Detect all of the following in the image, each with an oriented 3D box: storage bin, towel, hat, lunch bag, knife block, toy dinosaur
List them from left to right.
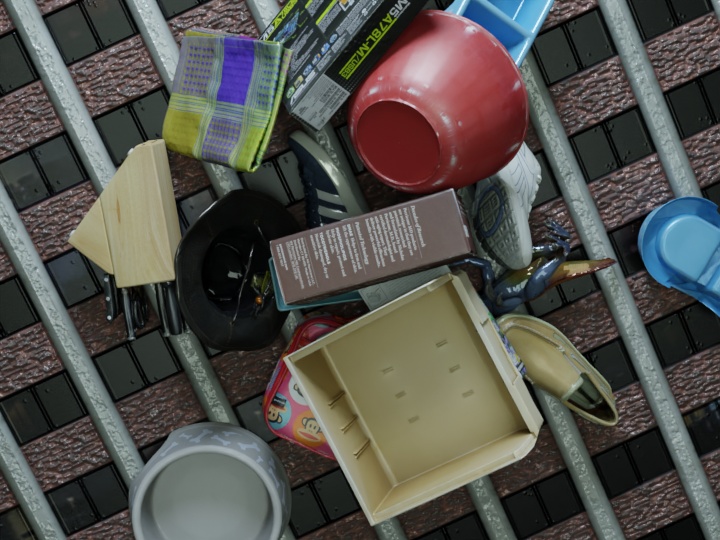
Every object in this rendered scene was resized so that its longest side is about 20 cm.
[{"bbox_3d":[-0.229,-0.023,1.212,0.175,0.064,0.200,37,102,-7],"label":"knife block"},{"bbox_3d":[-0.151,-0.186,1.153,0.023,0.200,0.144,11,98,-41],"label":"towel"},{"bbox_3d":[-0.153,-0.004,1.203,0.081,0.200,0.201,12,100,38],"label":"hat"},{"bbox_3d":[-0.001,0.137,1.255,0.199,0.082,0.177,24,92,-9],"label":"lunch bag"},{"bbox_3d":[0.060,0.130,1.131,0.198,0.094,0.200,-28,89,20],"label":"storage bin"},{"bbox_3d":[0.180,0.032,1.249,0.200,0.105,0.182,27,114,-18],"label":"toy dinosaur"}]

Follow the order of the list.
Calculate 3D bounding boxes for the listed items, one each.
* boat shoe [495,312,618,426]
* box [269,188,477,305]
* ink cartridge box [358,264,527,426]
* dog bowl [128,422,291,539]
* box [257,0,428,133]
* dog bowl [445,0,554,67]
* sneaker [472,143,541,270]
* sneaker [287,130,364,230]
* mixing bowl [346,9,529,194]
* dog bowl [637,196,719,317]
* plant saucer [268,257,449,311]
[{"bbox_3d":[0.232,0.118,1.239,0.200,0.076,0.072,32,104,-25],"label":"boat shoe"},{"bbox_3d":[0.016,-0.022,1.114,0.199,0.100,0.075,-14,87,9],"label":"box"},{"bbox_3d":[0.086,0.059,1.189,0.109,0.050,0.200,-34,87,17],"label":"ink cartridge box"},{"bbox_3d":[-0.181,0.285,1.272,0.199,0.059,0.201,0,98,-3],"label":"dog bowl"},{"bbox_3d":[-0.020,-0.267,1.119,0.047,0.193,0.200,33,107,-30],"label":"box"},{"bbox_3d":[0.143,-0.274,1.160,0.111,0.050,0.200,30,83,-20],"label":"dog bowl"},{"bbox_3d":[0.170,-0.097,1.199,0.087,0.074,0.201,2,70,-29],"label":"sneaker"},{"bbox_3d":[-0.043,-0.061,1.222,0.084,0.075,0.200,-32,99,-3],"label":"sneaker"},{"bbox_3d":[0.062,-0.153,1.099,0.200,0.108,0.201,18,131,21],"label":"mixing bowl"},{"bbox_3d":[0.420,-0.012,1.275,0.200,0.050,0.112,29,95,-8],"label":"dog bowl"},{"bbox_3d":[0.000,0.000,1.203,0.199,0.019,0.070,-8,117,0],"label":"plant saucer"}]
